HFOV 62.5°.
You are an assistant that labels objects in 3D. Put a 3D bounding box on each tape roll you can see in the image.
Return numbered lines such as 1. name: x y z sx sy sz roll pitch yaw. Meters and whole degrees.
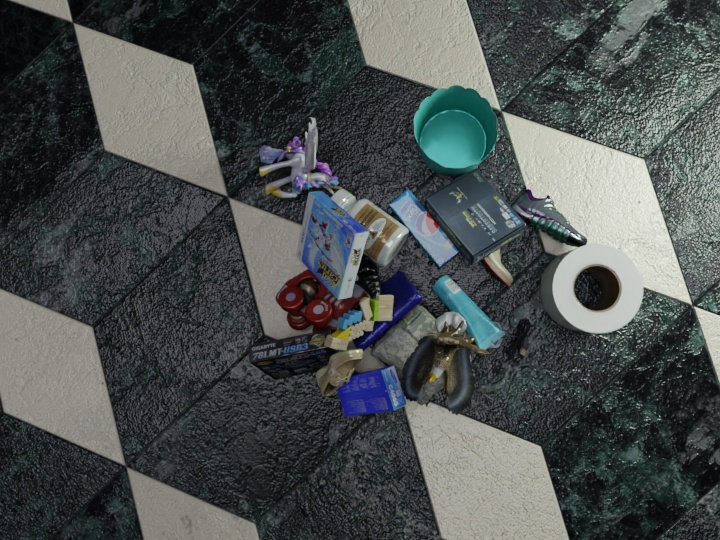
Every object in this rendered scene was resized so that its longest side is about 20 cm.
1. tape roll: 0.535 0.045 1.392 0.201 0.139 0.205 0 86 5

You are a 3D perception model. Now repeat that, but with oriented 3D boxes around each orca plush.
1. orca plush: 0.000 0.000 1.434 0.104 0.071 0.201 -4 42 -12

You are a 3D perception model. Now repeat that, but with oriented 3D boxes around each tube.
1. tube: 0.256 0.099 1.437 0.077 0.050 0.200 -36 70 -11

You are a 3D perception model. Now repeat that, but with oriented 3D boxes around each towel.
1. towel: 0.054 0.101 1.441 0.200 0.148 0.050 -42 118 5

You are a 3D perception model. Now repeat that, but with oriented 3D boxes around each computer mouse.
1. computer mouse: 0.309 0.156 1.450 0.198 0.044 0.110 10 64 11

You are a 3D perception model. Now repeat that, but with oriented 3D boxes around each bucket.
1. bucket: 0.229 -0.331 1.447 0.205 0.135 0.209 0 86 5

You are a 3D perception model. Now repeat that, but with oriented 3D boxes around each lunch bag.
1. lunch bag: 0.139 0.201 1.418 0.168 0.139 0.200 -43 85 -5

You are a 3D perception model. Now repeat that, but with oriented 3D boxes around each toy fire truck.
1. toy fire truck: -0.100 0.070 1.469 0.199 0.112 0.168 24 62 25

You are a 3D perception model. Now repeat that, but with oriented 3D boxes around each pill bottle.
1. pill bottle: 0.010 -0.110 1.463 0.199 0.114 0.115 37 90 12

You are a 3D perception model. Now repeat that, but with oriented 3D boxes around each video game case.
1. video game case: -0.073 -0.062 1.414 0.200 0.045 0.182 43 131 39

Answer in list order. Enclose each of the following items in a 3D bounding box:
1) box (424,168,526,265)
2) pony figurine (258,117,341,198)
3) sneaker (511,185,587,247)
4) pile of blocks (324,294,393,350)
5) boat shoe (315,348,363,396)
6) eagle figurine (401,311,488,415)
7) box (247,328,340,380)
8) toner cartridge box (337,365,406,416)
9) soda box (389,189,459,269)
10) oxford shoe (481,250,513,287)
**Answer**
1. box: 0.273 -0.131 1.427 0.157 0.051 0.201 -30 64 -11
2. pony figurine: -0.152 -0.271 1.489 0.198 0.167 0.194 -4 118 2
3. sneaker: 0.470 -0.133 1.445 0.199 0.074 0.088 29 84 7
4. pile of blocks: -0.013 0.105 1.321 0.199 0.062 0.083 -30 116 -33
5. boat shoe: -0.047 0.241 1.398 0.072 0.200 0.065 3 60 -30
6. eagle figurine: 0.177 0.206 1.296 0.150 0.201 0.152 -19 49 -22
7. box: -0.143 0.203 1.416 0.198 0.199 0.050 -13 66 5
8. toner cartridge box: 0.020 0.289 1.408 0.043 0.200 0.096 -15 85 -38
9. soda box: 0.158 -0.101 1.473 0.064 0.068 0.200 -39 83 2
10. oxford shoe: 0.320 -0.052 1.454 0.075 0.070 0.201 -35 84 0
